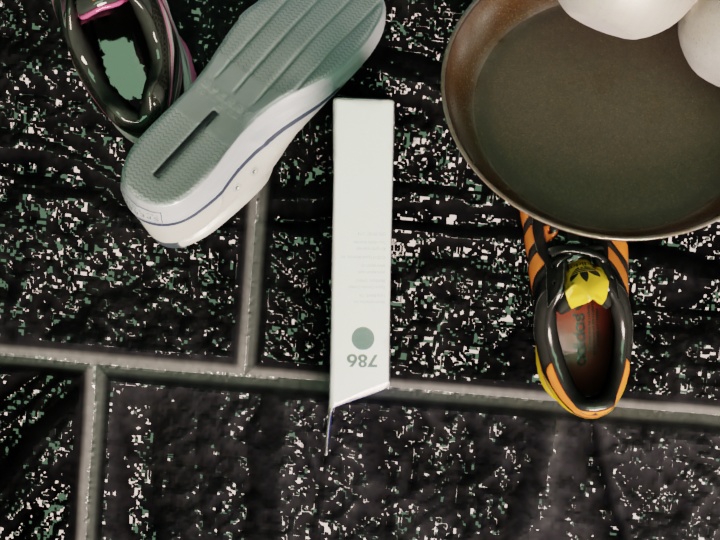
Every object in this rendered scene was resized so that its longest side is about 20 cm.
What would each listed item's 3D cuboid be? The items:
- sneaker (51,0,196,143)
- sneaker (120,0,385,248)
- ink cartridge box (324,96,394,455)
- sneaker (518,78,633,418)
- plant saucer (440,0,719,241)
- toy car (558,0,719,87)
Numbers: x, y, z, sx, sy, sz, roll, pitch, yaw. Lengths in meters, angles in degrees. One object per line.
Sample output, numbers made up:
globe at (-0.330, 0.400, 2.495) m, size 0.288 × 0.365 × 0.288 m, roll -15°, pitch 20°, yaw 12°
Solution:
sneaker at (-0.147, -0.169, 0.823) m, size 0.080 × 0.086 × 0.201 m, roll -25°, pitch 96°, yaw 3°
sneaker at (-0.063, -0.095, 0.839) m, size 0.073 × 0.071 × 0.200 m, roll 41°, pitch 72°, yaw 16°
ink cartridge box at (0.000, 0.000, 0.835) m, size 0.039 × 0.099 × 0.202 m, roll 2°, pitch 97°, yaw -1°
sneaker at (0.129, -0.012, 0.835) m, size 0.069 × 0.090 × 0.202 m, roll -7°, pitch 96°, yaw 1°
plant saucer at (0.144, -0.098, 0.813) m, size 0.198 × 0.032 × 0.202 m, roll -1°, pitch 62°, yaw 2°
toy car at (0.202, -0.189, 0.719) m, size 0.199 × 0.150 × 0.176 m, roll 21°, pitch 94°, yaw -17°
